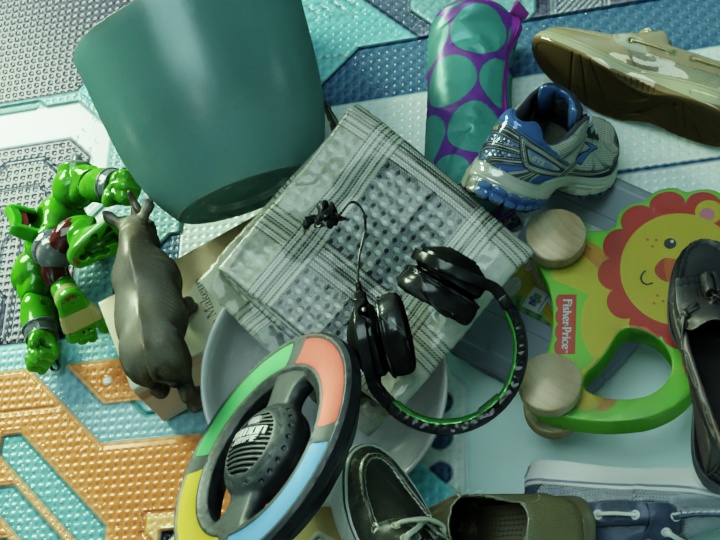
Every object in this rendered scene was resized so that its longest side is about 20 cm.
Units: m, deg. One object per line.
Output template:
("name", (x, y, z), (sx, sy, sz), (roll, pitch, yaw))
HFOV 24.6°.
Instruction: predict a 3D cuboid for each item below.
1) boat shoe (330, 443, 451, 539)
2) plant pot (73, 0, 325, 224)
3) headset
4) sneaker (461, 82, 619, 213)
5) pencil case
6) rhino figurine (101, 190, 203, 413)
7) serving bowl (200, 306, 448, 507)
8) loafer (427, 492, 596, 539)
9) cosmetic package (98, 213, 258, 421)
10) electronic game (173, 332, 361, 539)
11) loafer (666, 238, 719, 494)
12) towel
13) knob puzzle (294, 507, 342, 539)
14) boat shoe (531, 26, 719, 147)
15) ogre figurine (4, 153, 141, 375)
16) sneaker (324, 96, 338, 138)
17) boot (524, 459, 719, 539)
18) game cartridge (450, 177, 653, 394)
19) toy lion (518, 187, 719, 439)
("boat shoe", (0.041, 0.202, 1.160), (0.071, 0.064, 0.200), (-9, 60, -32))
("plant pot", (-0.121, -0.134, 1.386), (0.200, 0.201, 0.161), (-21, 81, 8))
("headset", (0.036, 0.029, 1.207), (0.123, 0.094, 0.200), (-40, 84, 4))
("sneaker", (0.160, -0.105, 1.307), (0.077, 0.200, 0.085), (29, 117, 23))
("pencil case", (0.101, -0.137, 1.423), (0.092, 0.085, 0.200), (-17, 57, 30))
("rhino figurine", (-0.172, 0.016, 1.349), (0.060, 0.087, 0.200), (-18, 60, 8))
("serving bowl", (-0.025, 0.088, 1.326), (0.200, 0.066, 0.200), (-1, 85, 10))
("loafer", (0.079, 0.198, 1.223), (0.200, 0.067, 0.076), (-23, 54, 37))
("cosmetic package", (-0.112, 0.032, 1.415), (0.200, 0.071, 0.105), (-30, 57, 2))
("electronic game", (-0.070, 0.133, 1.202), (0.200, 0.042, 0.200), (-41, 28, 28))
("loafer", (0.262, 0.059, 1.183), (0.072, 0.063, 0.200), (-3, 61, 4))
("towel", (0.000, 0.000, 1.278), (0.193, 0.035, 0.200), (41, 94, 11))
("knob puzzle", (-0.022, 0.272, 1.235), (0.220, 0.030, 0.220), (-34, 31, 24))
("boat shoe", (0.242, -0.169, 1.402), (0.200, 0.072, 0.065), (24, 64, 27))
("ogre figurine", (-0.261, -0.021, 1.474), (0.098, 0.200, 0.120), (-6, 35, -28))
("sneaker", (-0.096, -0.159, 1.516), (0.115, 0.075, 0.200), (-29, 57, 6))
("boot", (0.213, 0.195, 1.216), (0.200, 0.073, 0.090), (0, 69, 29))
("game cartridge", (0.178, 0.013, 1.343), (0.133, 0.040, 0.200), (28, 75, 26))
("toy lion", (0.222, 0.029, 1.268), (0.191, 0.069, 0.200), (1, 63, 12))
